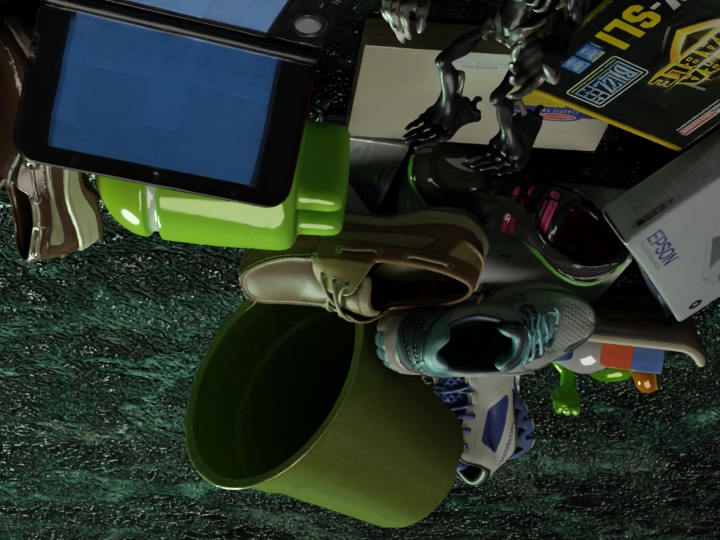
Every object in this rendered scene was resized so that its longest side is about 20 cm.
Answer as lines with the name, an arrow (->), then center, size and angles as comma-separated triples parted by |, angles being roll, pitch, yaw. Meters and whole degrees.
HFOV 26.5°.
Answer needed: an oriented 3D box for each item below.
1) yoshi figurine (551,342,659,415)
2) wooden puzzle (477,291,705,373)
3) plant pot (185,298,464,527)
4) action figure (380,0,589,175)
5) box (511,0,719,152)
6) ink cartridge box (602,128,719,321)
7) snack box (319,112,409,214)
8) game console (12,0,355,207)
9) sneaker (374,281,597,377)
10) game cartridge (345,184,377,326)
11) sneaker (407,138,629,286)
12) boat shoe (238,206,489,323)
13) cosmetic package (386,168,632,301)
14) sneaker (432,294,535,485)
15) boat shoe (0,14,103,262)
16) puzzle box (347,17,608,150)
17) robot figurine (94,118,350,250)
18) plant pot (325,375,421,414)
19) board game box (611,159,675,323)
yoshi figurine -> 0.193, 0.080, 1.508 | 0.199, 0.113, 0.112 | 1, 161, 18
wooden puzzle -> 0.206, 0.052, 1.381 | 0.199, 0.047, 0.185 | 11, -169, 7
plant pot -> -0.015, 0.130, 1.306 | 0.199, 0.201, 0.190 | -18, 139, 37
action figure -> 0.083, -0.150, 0.939 | 0.119, 0.102, 0.201 | 30, 136, 22
box -> 0.219, -0.167, 0.997 | 0.159, 0.050, 0.200 | 19, 143, -30
ink cartridge box -> 0.296, -0.056, 1.160 | 0.200, 0.041, 0.200 | -36, 151, 9
snack box -> -0.016, -0.071, 1.281 | 0.072, 0.024, 0.200 | 5, 156, -11
game console -> -0.111, -0.142, 1.008 | 0.199, 0.119, 0.172 | 10, 155, -21
sneaker -> 0.115, 0.058, 1.221 | 0.199, 0.078, 0.086 | -8, -169, -28
game cartridge -> -0.032, -0.010, 1.302 | 0.133, 0.041, 0.200 | 13, 148, 26
sneaker -> 0.130, -0.055, 1.207 | 0.199, 0.077, 0.084 | 24, 166, -15
boat shoe -> 0.000, 0.000, 1.187 | 0.199, 0.074, 0.076 | -9, 134, 16
cosmetic package -> 0.125, -0.029, 1.314 | 0.199, 0.074, 0.102 | 6, 157, -8
sneaker -> 0.100, 0.126, 1.443 | 0.080, 0.115, 0.200 | 4, 125, 38
boat shoe -> -0.243, -0.085, 1.109 | 0.075, 0.075, 0.203 | -27, 132, -20
puzzle box -> 0.094, -0.135, 1.131 | 0.199, 0.026, 0.133 | 3, 156, -6
robot figurine -> -0.109, -0.077, 1.150 | 0.199, 0.116, 0.176 | 5, 158, 1
plant pot -> -0.021, 0.086, 1.461 | 0.199, 0.201, 0.135 | 10, 136, -19
board game box -> 0.287, -0.040, 1.257 | 0.135, 0.035, 0.200 | -33, 150, 4
